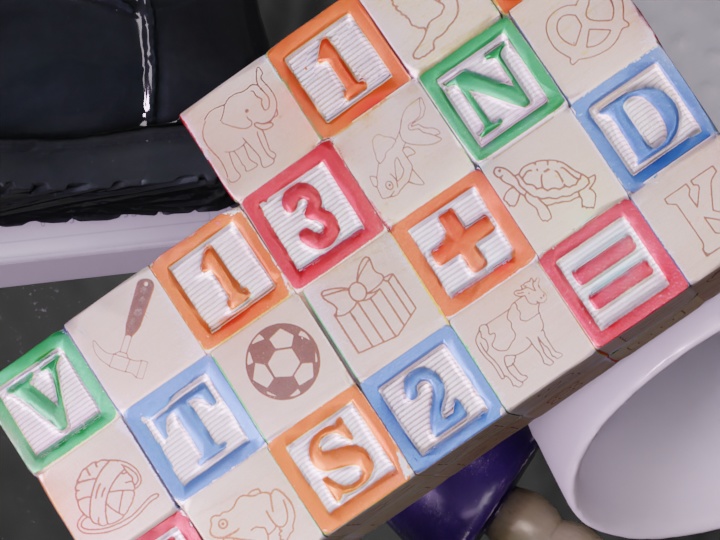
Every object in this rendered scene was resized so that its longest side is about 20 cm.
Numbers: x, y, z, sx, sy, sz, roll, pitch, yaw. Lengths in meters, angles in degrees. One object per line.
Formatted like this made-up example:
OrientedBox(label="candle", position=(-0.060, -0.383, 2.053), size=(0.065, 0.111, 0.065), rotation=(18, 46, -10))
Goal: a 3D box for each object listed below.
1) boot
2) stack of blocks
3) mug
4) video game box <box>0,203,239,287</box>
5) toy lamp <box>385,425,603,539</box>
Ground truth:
OrientedBox(label="boot", position=(-0.117, -0.099, 0.872), size=(0.199, 0.076, 0.169), rotation=(-4, 80, -24))
OrientedBox(label="stack of blocks", position=(0.000, 0.000, 0.764), size=(0.200, 0.059, 0.115), rotation=(-35, 80, 7))
OrientedBox(label="mug", position=(0.075, -0.029, 0.864), size=(0.199, 0.148, 0.176), rotation=(-3, 54, -33))
OrientedBox(label="video game box", position=(-0.149, -0.082, 0.925), size=(0.199, 0.047, 0.183), rotation=(-6, 79, -17))
OrientedBox(label="toy lamp", position=(0.085, 0.105, 0.899), size=(0.200, 0.058, 0.058), rotation=(35, 81, 8))
